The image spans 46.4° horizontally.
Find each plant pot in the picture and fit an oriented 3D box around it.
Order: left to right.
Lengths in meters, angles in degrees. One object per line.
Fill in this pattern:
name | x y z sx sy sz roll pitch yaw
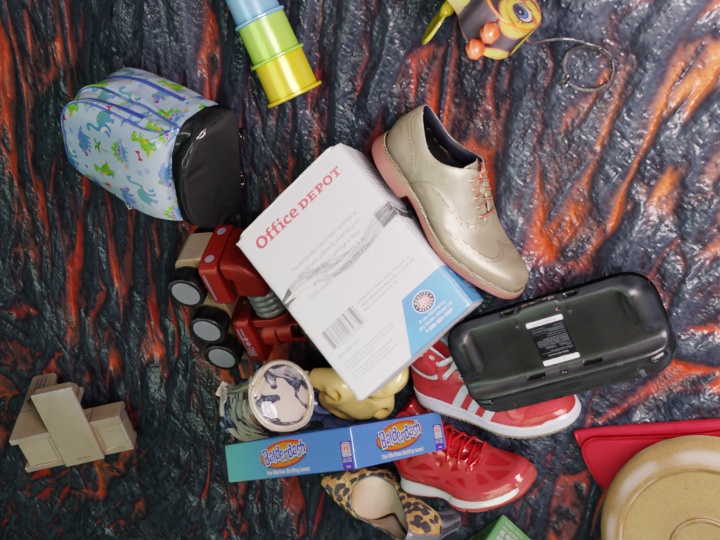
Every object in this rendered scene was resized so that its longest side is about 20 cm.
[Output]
plant pot | 0.312 0.251 0.754 0.198 0.027 0.202 3 97 31

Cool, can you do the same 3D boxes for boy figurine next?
boy figurine | -0.013 0.143 1.009 0.124 0.065 0.200 25 141 -20

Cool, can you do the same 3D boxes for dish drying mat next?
dish drying mat | 0.304 0.180 0.808 0.199 0.018 0.077 -16 109 46

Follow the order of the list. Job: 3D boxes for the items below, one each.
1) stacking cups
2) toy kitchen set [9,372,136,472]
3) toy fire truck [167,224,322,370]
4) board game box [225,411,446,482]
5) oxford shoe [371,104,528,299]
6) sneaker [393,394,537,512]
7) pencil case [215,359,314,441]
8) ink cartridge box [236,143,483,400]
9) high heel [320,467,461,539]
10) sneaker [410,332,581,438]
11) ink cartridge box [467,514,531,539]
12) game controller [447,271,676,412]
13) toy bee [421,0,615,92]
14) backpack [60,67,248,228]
stacking cups | -0.102 -0.263 0.811 0.060 0.060 0.202 -10 108 44
toy kitchen set | -0.519 0.226 1.513 0.198 0.181 0.164 -12 122 1
toy fire truck | -0.108 0.042 0.997 0.198 0.129 0.177 -4 133 18
board game box | -0.029 0.196 0.931 0.199 0.151 0.045 -18 77 39
oxford shoe | 0.095 -0.062 0.774 0.200 0.070 0.075 48 132 -2
sneaker | 0.098 0.204 0.960 0.199 0.078 0.116 -13 112 44
pencil case | -0.116 0.157 0.996 0.089 0.078 0.200 24 159 -13
ink cartridge box | 0.000 0.000 0.824 0.145 0.084 0.200 -42 79 14
high heel | 0.017 0.291 1.043 0.198 0.142 0.072 12 87 24
sneaker | 0.125 0.100 0.864 0.199 0.071 0.113 5 126 41
ink cartridge box | 0.120 0.409 0.997 0.084 0.200 0.146 42 138 8
game controller | 0.181 0.069 0.770 0.198 0.042 0.105 -19 105 23
toy bee | 0.100 -0.209 0.630 0.199 0.109 0.132 33 134 17
backpack | -0.242 -0.148 0.962 0.200 0.153 0.164 43 147 26
